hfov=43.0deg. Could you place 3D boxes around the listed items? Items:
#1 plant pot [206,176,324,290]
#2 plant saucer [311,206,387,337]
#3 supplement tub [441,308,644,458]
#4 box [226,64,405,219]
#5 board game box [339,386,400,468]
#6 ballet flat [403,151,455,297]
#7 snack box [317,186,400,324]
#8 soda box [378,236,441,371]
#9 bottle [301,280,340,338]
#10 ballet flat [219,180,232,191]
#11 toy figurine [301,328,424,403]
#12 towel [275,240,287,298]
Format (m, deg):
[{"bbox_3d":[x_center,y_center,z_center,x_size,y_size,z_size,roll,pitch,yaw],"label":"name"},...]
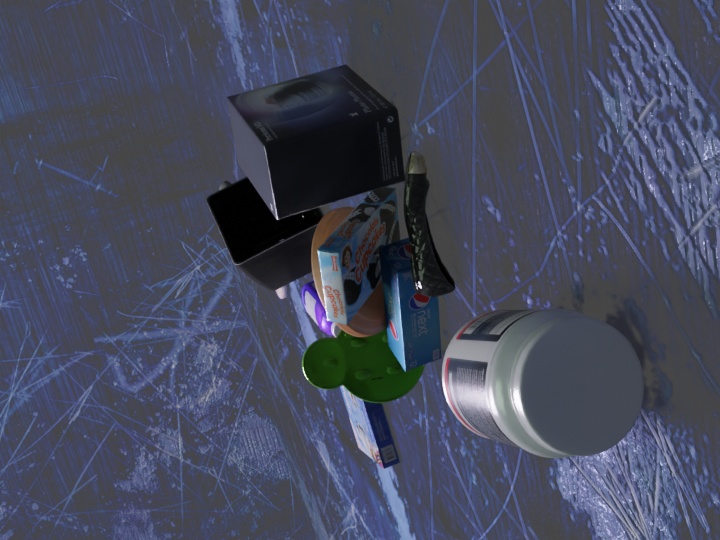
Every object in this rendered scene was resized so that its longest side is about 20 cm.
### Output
[{"bbox_3d":[-0.175,-0.078,1.899,0.200,0.199,0.178,61,176,34],"label":"plant pot"},{"bbox_3d":[0.000,0.000,1.394,0.032,0.200,0.201,-13,97,35],"label":"plant saucer"},{"bbox_3d":[0.174,0.108,0.905,0.200,0.140,0.141,169,82,-76],"label":"supplement tub"},{"bbox_3d":[-0.067,-0.191,1.317,0.200,0.198,0.124,-129,24,-52],"label":"box"},{"bbox_3d":[0.010,0.302,1.953,0.199,0.043,0.201,-172,64,-76],"label":"board game box"},{"bbox_3d":[0.090,-0.062,1.226,0.066,0.057,0.201,-66,-31,-70],"label":"ballet flat"},{"bbox_3d":[0.003,-0.026,1.314,0.037,0.200,0.117,8,124,24],"label":"snack box"},{"bbox_3d":[0.075,0.051,1.356,0.068,0.064,0.201,-124,21,-47],"label":"soda box"},{"bbox_3d":[-0.067,0.087,1.927,0.200,0.065,0.084,-138,32,-62],"label":"bottle"},{"bbox_3d":[-0.367,-0.176,2.761,0.064,0.067,0.201,6,118,44],"label":"ballet flat"},{"bbox_3d":[0.002,0.140,1.549,0.184,0.199,0.151,-174,74,-88],"label":"toy figurine"},{"bbox_3d":[-0.244,-0.053,2.484,0.191,0.032,0.201,-121,19,-43],"label":"towel"}]
